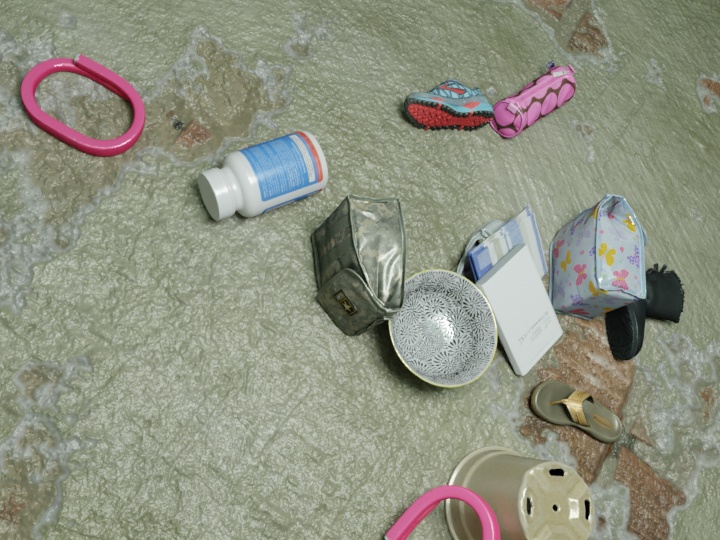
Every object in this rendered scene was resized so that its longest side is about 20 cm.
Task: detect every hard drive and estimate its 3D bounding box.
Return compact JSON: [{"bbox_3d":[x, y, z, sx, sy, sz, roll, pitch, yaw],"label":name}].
[{"bbox_3d":[0.291,0.071,1.225,0.132,0.027,0.201,-39,114,-26],"label":"hard drive"}]

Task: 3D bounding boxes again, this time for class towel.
[{"bbox_3d":[0.276,-0.014,1.252,0.200,0.024,0.148,-35,114,-34],"label":"towel"}]

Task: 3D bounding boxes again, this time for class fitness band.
[{"bbox_3d":[0.118,0.419,1.014,0.200,0.037,0.144,-48,52,4],"label":"fitness band"},{"bbox_3d":[-0.454,-0.273,1.111,0.199,0.037,0.144,29,65,-7],"label":"fitness band"}]

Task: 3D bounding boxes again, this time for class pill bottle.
[{"bbox_3d":[-0.164,-0.156,1.133,0.199,0.112,0.113,-23,81,-26],"label":"pill bottle"}]

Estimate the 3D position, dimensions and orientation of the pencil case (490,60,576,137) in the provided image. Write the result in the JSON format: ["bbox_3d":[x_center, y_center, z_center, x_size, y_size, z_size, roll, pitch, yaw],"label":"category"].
[{"bbox_3d":[0.360,-0.355,1.400,0.200,0.094,0.091,-37,87,-25],"label":"pencil case"}]

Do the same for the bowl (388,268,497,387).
[{"bbox_3d":[0.125,0.107,1.160,0.199,0.094,0.202,6,70,-18],"label":"bowl"}]

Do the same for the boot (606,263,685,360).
[{"bbox_3d":[0.571,0.082,1.345,0.161,0.073,0.200,6,70,-21],"label":"boot"}]

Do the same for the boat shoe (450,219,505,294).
[{"bbox_3d":[0.223,-0.022,1.254,0.074,0.065,0.202,44,64,-2],"label":"boat shoe"}]

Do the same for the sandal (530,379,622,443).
[{"bbox_3d":[0.404,0.256,1.233,0.199,0.054,0.081,26,66,-10],"label":"sandal"}]

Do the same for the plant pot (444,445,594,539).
[{"bbox_3d":[0.261,0.375,1.070,0.199,0.183,0.202,6,70,-17],"label":"plant pot"}]

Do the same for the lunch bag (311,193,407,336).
[{"bbox_3d":[0.000,0.000,1.111,0.117,0.164,0.202,0,72,-25],"label":"lunch bag"}]

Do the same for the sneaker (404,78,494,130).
[{"bbox_3d":[0.167,-0.335,1.343,0.199,0.079,0.096,0,63,-28],"label":"sneaker"}]

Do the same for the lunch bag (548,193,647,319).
[{"bbox_3d":[0.449,-0.027,1.279,0.126,0.170,0.202,10,69,-15],"label":"lunch bag"}]
